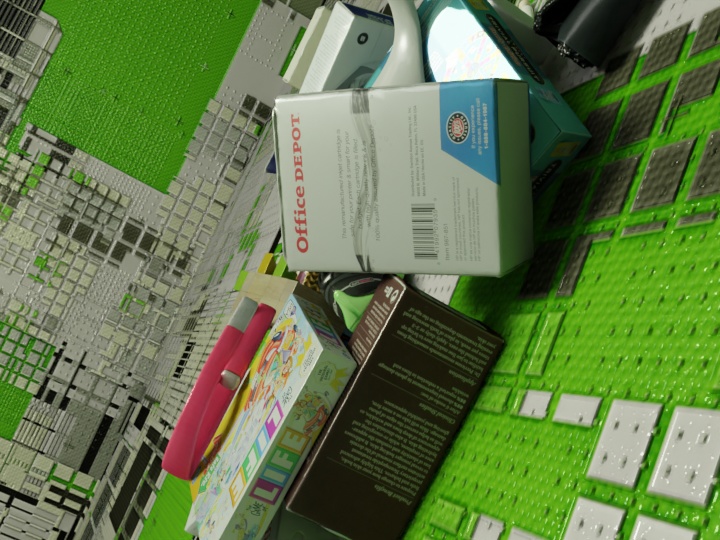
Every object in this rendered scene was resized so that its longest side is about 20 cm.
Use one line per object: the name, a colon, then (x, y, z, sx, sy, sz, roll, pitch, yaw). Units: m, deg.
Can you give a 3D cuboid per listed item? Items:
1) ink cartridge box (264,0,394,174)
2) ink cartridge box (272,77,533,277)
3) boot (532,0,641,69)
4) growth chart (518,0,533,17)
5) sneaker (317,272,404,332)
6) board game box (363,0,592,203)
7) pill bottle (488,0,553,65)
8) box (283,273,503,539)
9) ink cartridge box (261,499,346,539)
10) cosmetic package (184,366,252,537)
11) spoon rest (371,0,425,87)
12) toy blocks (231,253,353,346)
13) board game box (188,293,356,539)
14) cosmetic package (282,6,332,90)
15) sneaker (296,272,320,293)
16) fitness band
ink cartridge box: (0.017, -0.169, 1.029, 0.041, 0.197, 0.202, 51, 125, 38)
ink cartridge box: (0.035, -0.076, 0.786, 0.083, 0.197, 0.148, -20, -72, -59)
boot: (0.210, -0.279, 0.844, 0.169, 0.076, 0.201, -52, 24, 24)
growth chart: (0.138, -0.200, 1.075, 0.201, 0.018, 0.146, -56, 16, 25)
sneaker: (0.000, 0.000, 1.040, 0.077, 0.084, 0.200, -49, 4, 13)
board game box: (0.093, -0.137, 0.855, 0.151, 0.046, 0.202, -51, 56, 34)
pill bottle: (0.101, -0.172, 0.966, 0.202, 0.113, 0.114, -57, 16, 23)
box: (0.023, 0.116, 0.786, 0.202, 0.099, 0.075, -62, 15, 3)
ink cartridge box: (-0.084, 0.312, 0.849, 0.201, 0.084, 0.146, -55, 17, 33)
cosmetic package: (-0.151, 0.237, 1.223, 0.102, 0.073, 0.202, -48, 20, 45)
spoon rest: (0.027, -0.163, 0.861, 0.098, 0.060, 0.204, 16, 114, 45)
toy blocks: (-0.057, 0.059, 1.097, 0.199, 0.135, 0.101, 9, 71, 63)
board game box: (-0.080, 0.134, 0.814, 0.202, 0.034, 0.134, -61, 22, 8)
cosmetic package: (0.012, -0.236, 1.205, 0.106, 0.198, 0.071, -60, 15, 6)
sneaker: (-0.051, -0.015, 1.295, 0.090, 0.074, 0.203, -7, 57, 66)
fitness band: (-0.134, 0.111, 0.931, 0.201, 0.037, 0.145, -65, 1, -54)
